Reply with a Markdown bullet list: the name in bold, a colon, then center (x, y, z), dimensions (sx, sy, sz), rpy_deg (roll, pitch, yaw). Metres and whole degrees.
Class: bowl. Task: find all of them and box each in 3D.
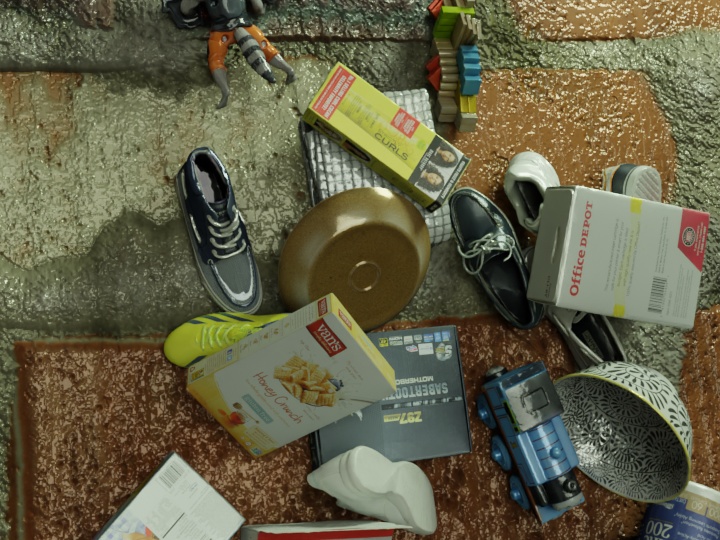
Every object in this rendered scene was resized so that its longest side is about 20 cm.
- **bowl**: center (0.335, 0.179, 1.358), dimensions (0.201, 0.200, 0.094), rpy_deg (49, 57, -2)

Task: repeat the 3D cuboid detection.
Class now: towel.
- **towel**: center (0.015, -0.117, 1.375), dimensions (0.163, 0.086, 0.204), rpy_deg (-10, 84, -15)

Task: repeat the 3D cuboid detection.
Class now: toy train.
- **toy train**: center (0.211, 0.211, 1.348), dimensions (0.085, 0.114, 0.203), rpy_deg (-21, 85, -17)

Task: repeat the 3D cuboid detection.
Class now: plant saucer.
- **plant saucer**: center (0.000, 0.000, 1.309), dimensions (0.197, 0.036, 0.203), rpy_deg (-10, 121, -17)

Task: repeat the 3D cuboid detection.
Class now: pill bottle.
- **pill bottle**: center (0.393, 0.371, 1.370), dimensions (0.110, 0.111, 0.203), rpy_deg (25, 74, -9)

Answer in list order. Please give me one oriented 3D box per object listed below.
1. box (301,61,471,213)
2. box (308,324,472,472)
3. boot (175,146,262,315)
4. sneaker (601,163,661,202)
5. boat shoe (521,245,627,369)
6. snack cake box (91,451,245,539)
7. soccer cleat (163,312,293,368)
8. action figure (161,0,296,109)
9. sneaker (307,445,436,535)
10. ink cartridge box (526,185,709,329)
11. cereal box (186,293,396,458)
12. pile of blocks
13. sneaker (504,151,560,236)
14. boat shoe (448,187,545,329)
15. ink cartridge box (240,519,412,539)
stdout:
- **box**: center (0.031, -0.158, 1.315), dimensions (0.199, 0.050, 0.076), rpy_deg (36, 76, -5)
- **box**: center (0.030, 0.156, 1.341), dimensions (0.196, 0.051, 0.161), rpy_deg (-4, 81, -15)
- **boot**: center (-0.167, -0.043, 1.303), dimensions (0.072, 0.090, 0.203), rpy_deg (-23, 86, -18)
- **sneaker**: center (0.353, -0.042, 1.462), dimensions (0.077, 0.079, 0.204), rpy_deg (-7, 105, -32)
- **boat shoe**: center (0.277, 0.052, 1.422), dimensions (0.071, 0.066, 0.202), rpy_deg (-30, 89, -18)
- **snack cake box**: center (-0.237, 0.317, 1.228), dimensions (0.115, 0.067, 0.200), rpy_deg (44, 72, -6)
- **soccer cleat**: center (-0.137, 0.079, 1.273), dimensions (0.196, 0.084, 0.066), rpy_deg (-3, 84, 6)
- **action figure**: center (-0.136, -0.322, 1.362), dimensions (0.197, 0.104, 0.196), rpy_deg (-23, 96, -16)
- **sneaker**: center (0.016, 0.262, 1.293), dimensions (0.200, 0.087, 0.076), rpy_deg (40, 40, -43)
- **ink cartridge box**: center (0.317, -0.017, 1.355), dimensions (0.196, 0.083, 0.148), rpy_deg (10, 90, -19)
- **cereal box**: center (-0.077, 0.123, 1.235), dimensions (0.198, 0.040, 0.144), rpy_deg (-27, 125, 18)
- **pile of blocks**: center (0.117, -0.283, 1.433), dimensions (0.061, 0.082, 0.204), rpy_deg (-2, 81, -16)
- **sneaker**: center (0.250, -0.058, 1.413), dimensions (0.200, 0.078, 0.099), rpy_deg (45, 31, 4)
- **boat shoe**: center (0.169, -0.015, 1.397), dimensions (0.074, 0.062, 0.203), rpy_deg (-26, 87, 16)
- **ink cartridge box**: center (-0.042, 0.304, 1.214), dimensions (0.158, 0.200, 0.051), rpy_deg (1, 81, -15)
